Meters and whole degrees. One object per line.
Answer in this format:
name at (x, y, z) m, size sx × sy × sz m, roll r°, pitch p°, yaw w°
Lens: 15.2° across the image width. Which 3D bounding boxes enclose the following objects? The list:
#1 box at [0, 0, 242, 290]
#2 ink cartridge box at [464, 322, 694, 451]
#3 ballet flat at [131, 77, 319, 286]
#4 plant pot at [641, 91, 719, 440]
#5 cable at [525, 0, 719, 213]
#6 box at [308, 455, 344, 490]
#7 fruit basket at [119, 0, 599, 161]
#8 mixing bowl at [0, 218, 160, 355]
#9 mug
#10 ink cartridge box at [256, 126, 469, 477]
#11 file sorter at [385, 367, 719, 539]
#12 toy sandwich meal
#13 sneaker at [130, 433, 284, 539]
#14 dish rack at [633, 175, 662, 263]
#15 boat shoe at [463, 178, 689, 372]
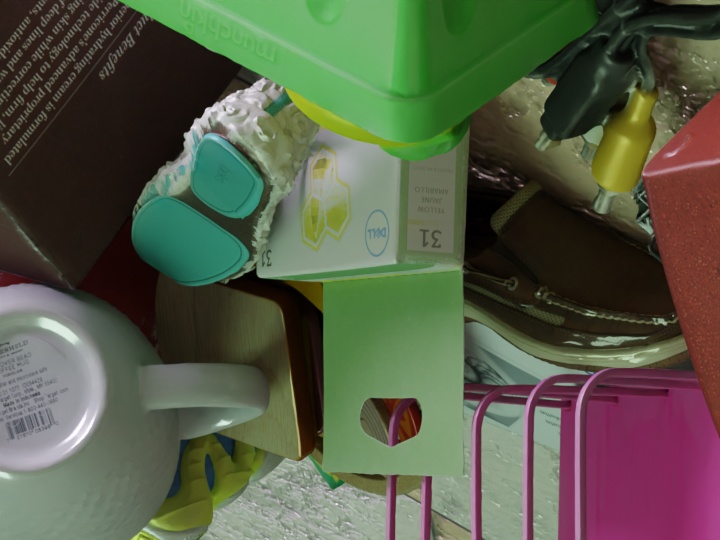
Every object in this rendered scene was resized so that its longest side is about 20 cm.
box at (-0.205, -0.124, 1.428) m, size 0.164 × 0.166 × 0.200 m, roll 12°, pitch 148°, yaw 46°
ink cartridge box at (0.112, 0.066, 1.510) m, size 0.199 × 0.041 × 0.200 m, roll 20°, pitch 154°, yaw 38°
ballet flat at (-0.060, -0.046, 1.350) m, size 0.072 × 0.072 × 0.200 m, roll 38°, pitch 157°, yaw -5°
plant pot at (0.221, -0.014, 0.966) m, size 0.177 × 0.200 × 0.200 m, roll 53°, pitch 156°, yaw -13°
cable at (0.118, -0.106, 1.147) m, size 0.098 × 0.050 × 0.200 m, roll 65°, pitch 149°, yaw 16°
box at (-0.024, 0.060, 1.660) m, size 0.118 × 0.048 × 0.200 m, roll 55°, pitch 165°, yaw 12°
fruit basket at (-0.006, -0.114, 1.149) m, size 0.215 × 0.155 × 0.217 m, roll 27°, pitch 135°, yaw 31°
mixing bowl at (-0.165, 0.003, 1.653) m, size 0.108 × 0.201 × 0.200 m, roll 8°, pitch 158°, yaw -1°
mug at (-0.148, 0.076, 1.464) m, size 0.199 × 0.149 × 0.175 m, roll -6°, pitch 168°, yaw -3°
ink cartridge box at (0.000, 0.000, 1.347) m, size 0.048 × 0.201 × 0.145 m, roll 5°, pitch 175°, yaw -29°
file sorter at (0.107, 0.119, 1.316) m, size 0.125 × 0.140 × 0.200 m, roll 5°, pitch 171°, yaw -27°
toy sandwich meal at (-0.034, 0.046, 1.508) m, size 0.205 × 0.070 × 0.206 m, roll 33°, pitch 137°, yaw 37°
sneaker at (-0.107, 0.096, 1.630) m, size 0.076 × 0.200 × 0.105 m, roll -30°, pitch 97°, yaw 22°
dish rack at (0.216, 0.002, 1.187) m, size 0.200 × 0.055 × 0.153 m, roll 39°, pitch 158°, yaw -1°
boat shoe at (0.087, -0.005, 1.356) m, size 0.202 × 0.075 × 0.075 m, roll 12°, pitch 135°, yaw 38°
